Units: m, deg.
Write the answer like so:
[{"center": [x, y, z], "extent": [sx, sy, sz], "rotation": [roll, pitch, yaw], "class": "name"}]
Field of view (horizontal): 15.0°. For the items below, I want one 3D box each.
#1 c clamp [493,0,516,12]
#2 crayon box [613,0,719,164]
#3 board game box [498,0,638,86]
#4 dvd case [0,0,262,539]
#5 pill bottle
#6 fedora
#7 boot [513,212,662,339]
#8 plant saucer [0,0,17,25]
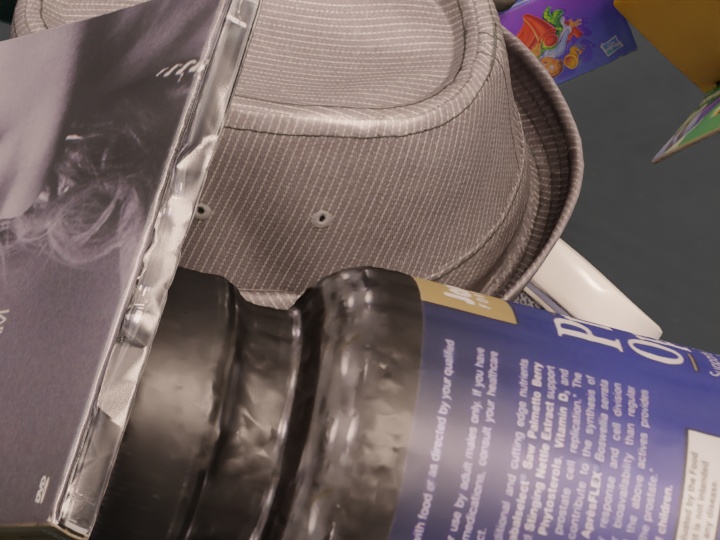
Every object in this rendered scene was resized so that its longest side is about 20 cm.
[{"center": [-0.003, -0.184, 0.922], "extent": [0.027, 0.171, 0.200], "rotation": [-26, 62, 20], "class": "c clamp"}, {"center": [0.162, -0.132, 0.904], "extent": [0.200, 0.052, 0.126], "rotation": [-49, 6, -17], "class": "crayon box"}, {"center": [-0.015, -0.096, 1.009], "extent": [0.200, 0.045, 0.135], "rotation": [-24, 47, 5], "class": "board game box"}, {"center": [-0.112, 0.004, 0.736], "extent": [0.200, 0.016, 0.149], "rotation": [-9, 58, 50], "class": "dvd case"}, {"center": [0.030, 0.062, 0.715], "extent": [0.200, 0.112, 0.112], "rotation": [15, 52, -11], "class": "pill bottle"}, {"center": [-0.035, -0.050, 0.806], "extent": [0.200, 0.090, 0.177], "rotation": [9, 52, 10], "class": "fedora"}, {"center": [0.000, 0.000, 0.892], "extent": [0.200, 0.073, 0.090], "rotation": [36, 89, 33], "class": "boot"}, {"center": [-0.078, -0.107, 0.923], "extent": [0.200, 0.070, 0.019], "rotation": [-7, 75, 49], "class": "plant saucer"}]
